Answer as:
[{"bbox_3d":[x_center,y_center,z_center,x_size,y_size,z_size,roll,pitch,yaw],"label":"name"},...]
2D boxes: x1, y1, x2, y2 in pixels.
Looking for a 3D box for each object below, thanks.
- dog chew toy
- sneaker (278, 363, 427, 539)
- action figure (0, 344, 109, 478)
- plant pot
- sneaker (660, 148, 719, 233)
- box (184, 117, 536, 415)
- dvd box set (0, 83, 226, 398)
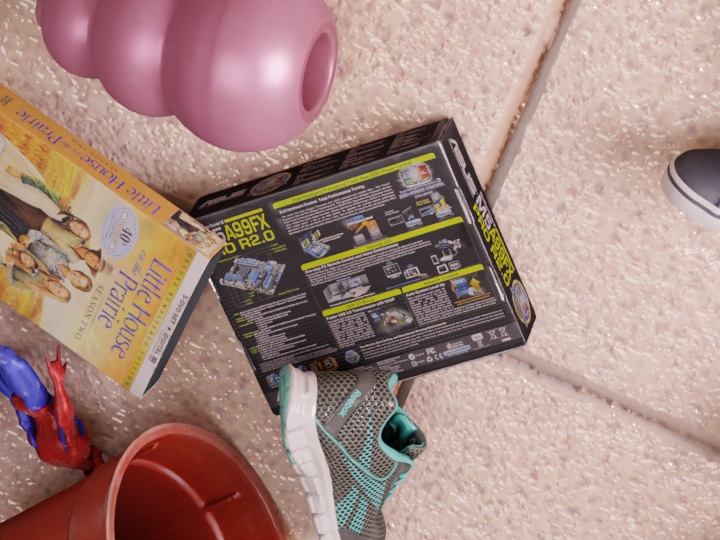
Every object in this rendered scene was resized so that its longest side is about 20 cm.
[{"bbox_3d":[-0.118,-0.150,1.456,0.199,0.125,0.125,15,119,16],"label":"dog chew toy"},{"bbox_3d":[0.004,0.137,1.565,0.091,0.078,0.200,-9,141,7],"label":"sneaker"},{"bbox_3d":[-0.244,0.084,1.637,0.065,0.052,0.200,-5,128,46],"label":"action figure"},{"bbox_3d":[-0.184,0.234,1.631,0.195,0.201,0.201,-22,109,32],"label":"plant pot"},{"bbox_3d":[0.293,-0.053,1.415,0.199,0.079,0.080,16,124,-6],"label":"sneaker"},{"bbox_3d":[0.000,0.000,1.538,0.199,0.044,0.161,-17,110,22],"label":"box"},{"bbox_3d":[-0.203,-0.019,1.564,0.200,0.029,0.147,35,128,6],"label":"dvd box set"}]
